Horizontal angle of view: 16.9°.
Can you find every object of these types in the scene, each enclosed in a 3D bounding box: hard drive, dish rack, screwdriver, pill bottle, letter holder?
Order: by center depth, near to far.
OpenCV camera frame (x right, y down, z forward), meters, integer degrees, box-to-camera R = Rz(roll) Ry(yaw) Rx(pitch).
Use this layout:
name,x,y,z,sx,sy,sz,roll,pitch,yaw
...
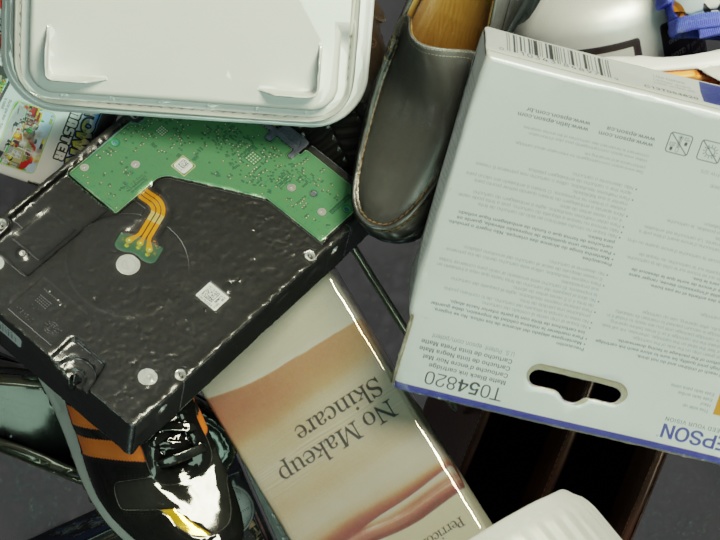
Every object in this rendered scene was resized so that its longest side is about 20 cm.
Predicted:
name,x,y,z,sx,sy,sz,roll,pitch,yaw
dish rack,-0.090,-0.157,1.265,0.198,0.044,0.173,4,109,-2
hard drive,-0.104,-0.012,1.291,0.139,0.038,0.200,38,60,15
pill bottle,0.142,-0.104,1.361,0.112,0.113,0.201,-16,113,-6
screwdriver,0.000,0.000,1.396,0.029,0.028,0.201,-20,106,33
letter holder,0.104,0.102,1.414,0.100,0.142,0.201,16,107,-18

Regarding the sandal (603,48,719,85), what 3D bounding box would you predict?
name,x,y,z,sx,sy,sz,roll,pitch,yaw
sandal,0.183,-0.074,1.278,0.205,0.060,0.079,-7,142,-15

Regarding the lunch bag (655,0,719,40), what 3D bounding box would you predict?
name,x,y,z,sx,sy,sz,roll,pitch,yaw
lunch bag,0.247,-0.211,1.303,0.198,0.124,0.172,-4,88,-20

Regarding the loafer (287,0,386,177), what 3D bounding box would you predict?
name,x,y,z,sx,sy,sz,roll,pitch,yaw
loafer,-0.027,-0.142,1.339,0.072,0.071,0.201,-9,110,24

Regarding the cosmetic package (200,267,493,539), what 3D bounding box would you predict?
name,x,y,z,sx,sy,sz,roll,pitch,yaw
cosmetic package,-0.018,0.088,1.361,0.103,0.087,0.201,-33,82,2

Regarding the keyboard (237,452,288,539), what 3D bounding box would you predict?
name,x,y,z,sx,sy,sz,roll,pitch,yaw
keyboard,-0.030,0.144,1.464,0.056,0.011,0.201,-32,115,-20

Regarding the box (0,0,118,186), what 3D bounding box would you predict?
name,x,y,z,sx,sy,sz,roll,pitch,yaw
box,-0.166,-0.148,1.315,0.109,0.035,0.201,19,105,-19

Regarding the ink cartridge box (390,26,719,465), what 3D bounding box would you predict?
name,x,y,z,sx,sy,sz,roll,pitch,yaw
ink cartridge box,0.131,-0.010,1.260,0.198,0.041,0.201,14,117,-6

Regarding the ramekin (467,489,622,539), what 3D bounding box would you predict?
name,x,y,z,sx,sy,sz,roll,pitch,yaw
ramekin,0.068,0.199,1.307,0.202,0.202,0.095,-32,79,1

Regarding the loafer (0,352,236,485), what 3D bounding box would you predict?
name,x,y,z,sx,sy,sz,roll,pitch,yaw
loafer,-0.165,0.090,1.379,0.198,0.063,0.072,14,96,-10

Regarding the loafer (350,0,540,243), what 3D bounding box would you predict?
name,x,y,z,sx,sy,sz,roll,pitch,yaw
loafer,0.039,-0.112,1.269,0.072,0.072,0.201,20,91,21

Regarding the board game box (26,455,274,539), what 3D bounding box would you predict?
name,x,y,z,sx,sy,sz,roll,pitch,yaw
board game box,-0.140,0.208,1.458,0.199,0.035,0.136,-24,114,-3

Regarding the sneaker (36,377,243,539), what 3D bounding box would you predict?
name,x,y,z,sx,sy,sz,roll,pitch,yaw
sneaker,-0.123,0.069,1.315,0.070,0.201,0.090,-22,160,-28
